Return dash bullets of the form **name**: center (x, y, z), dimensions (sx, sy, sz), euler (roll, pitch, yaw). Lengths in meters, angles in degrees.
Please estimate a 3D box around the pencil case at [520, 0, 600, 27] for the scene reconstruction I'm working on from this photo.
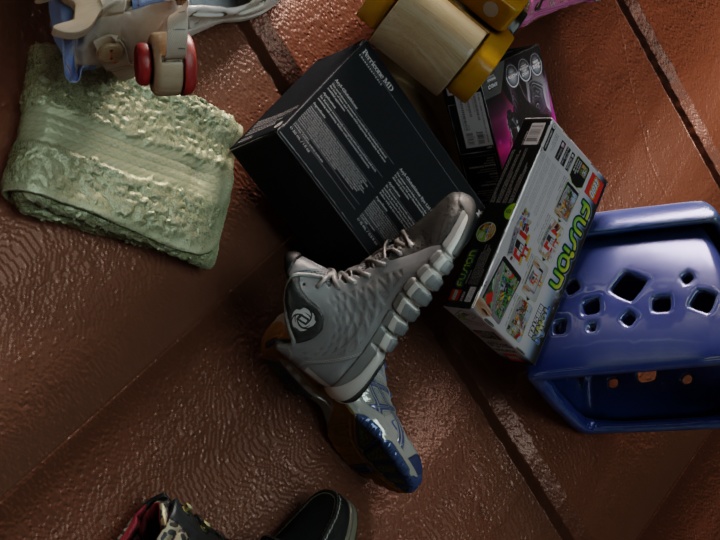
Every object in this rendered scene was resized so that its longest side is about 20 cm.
- **pencil case**: center (0.181, -0.299, 1.381), dimensions (0.200, 0.086, 0.083), euler (-27, 127, -46)

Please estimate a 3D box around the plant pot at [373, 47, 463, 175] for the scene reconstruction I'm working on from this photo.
- **plant pot**: center (0.031, -0.111, 1.282), dimensions (0.200, 0.027, 0.200), euler (9, 75, -37)

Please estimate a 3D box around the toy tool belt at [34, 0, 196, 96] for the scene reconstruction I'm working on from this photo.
- **toy tool belt**: center (-0.202, -0.194, 1.019), dimensions (0.123, 0.125, 0.200), euler (-5, 44, -18)

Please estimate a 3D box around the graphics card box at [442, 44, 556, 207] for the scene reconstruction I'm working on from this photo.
- **graphics card box**: center (0.151, -0.112, 1.337), dimensions (0.125, 0.051, 0.200), euler (-29, 108, -48)

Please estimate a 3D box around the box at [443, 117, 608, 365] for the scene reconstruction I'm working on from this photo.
- **box**: center (0.154, -0.027, 1.236), dimensions (0.110, 0.035, 0.200), euler (41, 66, -39)

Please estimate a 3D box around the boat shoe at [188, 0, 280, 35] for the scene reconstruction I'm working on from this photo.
- **boat shoe**: center (-0.105, -0.253, 1.172), dimensions (0.200, 0.069, 0.071), euler (-38, 103, -39)

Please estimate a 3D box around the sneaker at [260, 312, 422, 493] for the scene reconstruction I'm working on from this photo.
- **sneaker**: center (0.004, 0.104, 1.181), dimensions (0.200, 0.075, 0.088), euler (55, 52, -18)

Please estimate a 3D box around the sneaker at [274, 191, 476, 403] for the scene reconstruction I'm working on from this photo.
- **sneaker**: center (0.000, 0.000, 1.093), dimensions (0.115, 0.075, 0.200), euler (34, 91, -5)

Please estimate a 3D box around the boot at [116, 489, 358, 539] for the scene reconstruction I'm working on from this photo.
- **boot**: center (-0.098, 0.220, 1.067), dimensions (0.154, 0.073, 0.204), euler (53, 56, -24)

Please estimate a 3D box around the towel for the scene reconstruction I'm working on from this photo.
- **towel**: center (-0.187, -0.093, 1.092), dimensions (0.200, 0.036, 0.149), euler (19, 68, -35)

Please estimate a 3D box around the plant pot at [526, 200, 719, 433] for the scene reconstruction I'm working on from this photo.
- **plant pot**: center (0.281, 0.045, 1.315), dimensions (0.200, 0.200, 0.180), euler (44, 45, -55)

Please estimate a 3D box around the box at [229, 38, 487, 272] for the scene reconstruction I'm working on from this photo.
- **box**: center (0.003, -0.076, 1.183), dimensions (0.200, 0.079, 0.141), euler (53, 55, -18)

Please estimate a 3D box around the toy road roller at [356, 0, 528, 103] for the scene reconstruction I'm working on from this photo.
- **toy road roller**: center (0.099, -0.257, 1.198), dimensions (0.123, 0.146, 0.200), euler (38, 35, -3)
